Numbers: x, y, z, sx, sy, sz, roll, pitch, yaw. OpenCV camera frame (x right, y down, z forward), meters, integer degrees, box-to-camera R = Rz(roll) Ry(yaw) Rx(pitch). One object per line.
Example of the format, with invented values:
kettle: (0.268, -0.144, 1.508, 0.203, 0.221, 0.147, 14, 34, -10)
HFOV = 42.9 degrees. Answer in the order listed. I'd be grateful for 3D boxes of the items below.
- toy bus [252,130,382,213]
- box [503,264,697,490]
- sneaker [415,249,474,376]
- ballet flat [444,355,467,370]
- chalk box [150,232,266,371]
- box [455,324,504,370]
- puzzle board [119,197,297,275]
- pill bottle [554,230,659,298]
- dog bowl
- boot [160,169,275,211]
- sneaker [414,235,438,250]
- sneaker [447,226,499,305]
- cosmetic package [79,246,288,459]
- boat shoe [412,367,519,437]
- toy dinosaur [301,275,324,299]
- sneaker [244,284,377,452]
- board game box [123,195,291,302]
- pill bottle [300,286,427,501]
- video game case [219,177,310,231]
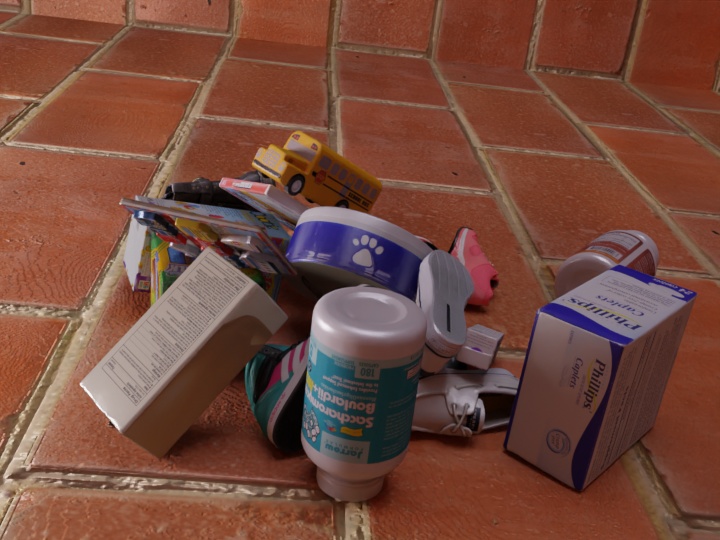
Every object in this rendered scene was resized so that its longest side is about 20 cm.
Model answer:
toy bus: (-0.055, -0.127, 1.240, 0.065, 0.078, 0.200, 34, 5, 35)
box: (0.269, 0.112, 1.028, 0.105, 0.185, 0.200, 25, 29, 33)
sneaker: (0.084, 0.045, 1.070, 0.073, 0.071, 0.200, 34, 30, -9)
ballet flat: (0.036, 0.099, 1.139, 0.199, 0.068, 0.068, 19, 35, 25)
chalk box: (-0.188, 0.046, 1.117, 0.123, 0.125, 0.200, 0, 24, -16)
box: (0.148, 0.092, 1.119, 0.041, 0.039, 0.200, 21, 2, 10)
puzzle board: (-0.159, -0.030, 1.002, 0.150, 0.017, 0.200, 13, -10, 9)
pill bottle: (0.382, 0.003, 1.392, 0.112, 0.113, 0.200, 21, 27, 29)
dog bowl: (0.000, 0.000, 1.192, 0.199, 0.079, 0.200, 19, -19, 7)
boot: (-0.232, -0.113, 1.445, 0.173, 0.070, 0.200, -10, -13, -18)
sneaker: (0.033, -0.044, 1.376, 0.201, 0.067, 0.108, 12, 20, -50)
sneaker: (0.171, 0.002, 1.411, 0.087, 0.074, 0.200, 22, 29, 0)
cosmetic package: (-0.184, 0.084, 0.961, 0.200, 0.071, 0.105, -47, 47, -9)
boat shoe: (0.112, 0.155, 1.036, 0.199, 0.071, 0.070, 1, 21, -30)
toy dinosaur: (-0.026, 0.089, 1.109, 0.047, 0.088, 0.200, -14, 33, -19)
sneaker: (-0.058, 0.093, 1.017, 0.084, 0.200, 0.121, 41, -11, -36)
board game box: (-0.211, -0.026, 1.259, 0.199, 0.103, 0.105, 7, 21, -25)
pill bottle: (0.000, 0.126, 0.901, 0.110, 0.201, 0.111, 5, 24, -2)
video game case: (-0.109, -0.086, 1.298, 0.143, 0.017, 0.200, 31, -7, -27)
